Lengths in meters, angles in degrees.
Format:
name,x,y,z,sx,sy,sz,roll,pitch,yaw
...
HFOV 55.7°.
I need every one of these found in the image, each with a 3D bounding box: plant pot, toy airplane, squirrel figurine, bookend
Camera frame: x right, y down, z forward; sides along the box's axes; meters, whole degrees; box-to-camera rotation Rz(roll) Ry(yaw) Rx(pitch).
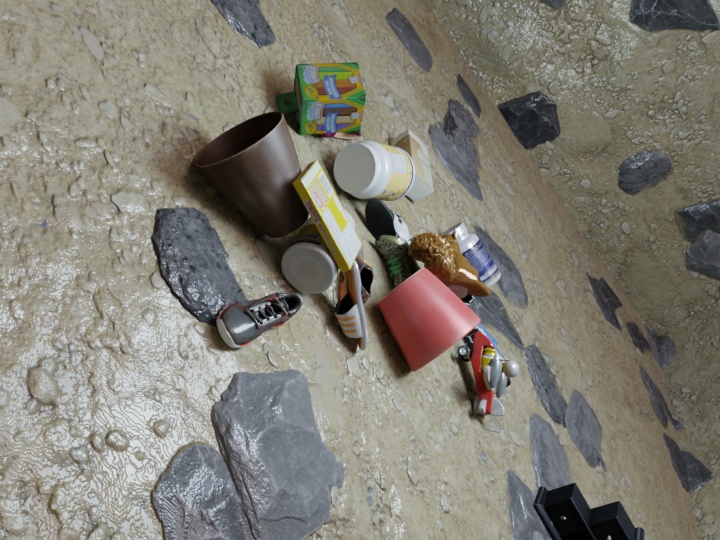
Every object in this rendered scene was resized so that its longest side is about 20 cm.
name,x,y,z,sx,sy,sz,roll,pitch,yaw
plant pot,0.146,0.104,1.568,0.177,0.200,0.200,52,28,6
toy airplane,0.341,0.276,1.750,0.200,0.141,0.199,-81,154,-66
squirrel figurine,0.210,-0.030,1.689,0.200,0.141,0.187,43,33,-39
bookend,0.591,0.641,1.762,0.199,0.200,0.092,61,28,-1
plant pot,-0.183,-0.169,1.306,0.200,0.187,0.187,61,26,-28

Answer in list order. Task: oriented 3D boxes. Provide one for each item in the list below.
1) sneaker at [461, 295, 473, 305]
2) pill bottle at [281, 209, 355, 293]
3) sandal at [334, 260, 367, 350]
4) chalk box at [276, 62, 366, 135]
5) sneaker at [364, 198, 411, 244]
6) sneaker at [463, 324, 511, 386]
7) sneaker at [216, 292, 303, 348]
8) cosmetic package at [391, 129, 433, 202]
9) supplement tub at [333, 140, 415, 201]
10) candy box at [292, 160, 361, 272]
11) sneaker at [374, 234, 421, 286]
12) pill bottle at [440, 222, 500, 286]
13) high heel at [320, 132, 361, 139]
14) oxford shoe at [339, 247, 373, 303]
name,x,y,z,sx,sy,sz,roll,pitch,yaw
sneaker,0.264,0.098,1.815,0.200,0.115,0.075,8,57,-55
pill bottle,-0.080,-0.049,1.405,0.114,0.114,0.200,51,30,-16
sandal,-0.027,0.068,1.411,0.079,0.059,0.207,-126,-153,-70
chalk box,-0.099,-0.416,1.650,0.200,0.124,0.125,-6,60,-13
sneaker,0.076,-0.113,1.758,0.200,0.074,0.089,57,27,-27
sneaker,0.365,0.231,1.896,0.089,0.078,0.200,-24,85,-59
sneaker,-0.170,0.071,1.185,0.077,0.082,0.200,61,29,0
cosmetic package,0.154,-0.314,2.041,0.105,0.071,0.200,35,38,-39
supplement tub,0.037,-0.253,1.738,0.200,0.145,0.146,-5,69,-59
candy box,-0.060,-0.105,1.316,0.200,0.026,0.102,62,29,-21
sneaker,0.101,-0.001,1.699,0.200,0.077,0.089,51,39,-13
pill bottle,0.324,-0.040,2.039,0.200,0.111,0.111,57,29,-8
high heel,-0.045,-0.365,1.785,0.096,0.067,0.200,42,29,-10
oxford shoe,0.000,0.000,1.528,0.071,0.073,0.200,36,36,-36
